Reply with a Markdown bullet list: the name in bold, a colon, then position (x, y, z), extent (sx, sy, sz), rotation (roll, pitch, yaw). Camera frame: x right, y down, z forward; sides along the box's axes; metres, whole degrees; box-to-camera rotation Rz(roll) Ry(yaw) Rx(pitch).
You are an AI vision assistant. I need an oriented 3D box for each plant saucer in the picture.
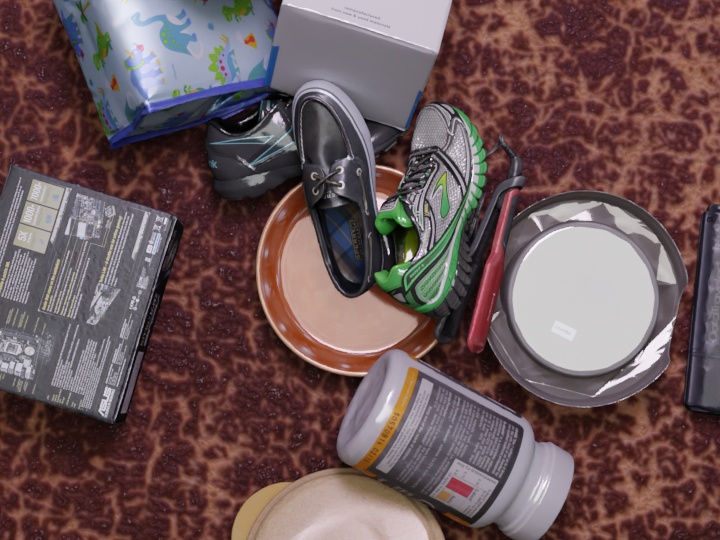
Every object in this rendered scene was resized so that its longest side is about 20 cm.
- **plant saucer**: position (0.000, 0.000, 1.565), extent (0.198, 0.032, 0.202), rotation (0, 86, -2)

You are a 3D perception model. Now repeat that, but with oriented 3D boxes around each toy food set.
- **toy food set**: position (-0.017, 0.278, 1.508), extent (0.198, 0.049, 0.199), rotation (-11, 64, -3)

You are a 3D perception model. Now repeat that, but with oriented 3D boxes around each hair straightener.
- **hair straightener**: position (0.099, -0.029, 1.519), extent (0.076, 0.041, 0.202), rotation (12, 89, 29)

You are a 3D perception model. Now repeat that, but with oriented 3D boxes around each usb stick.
- **usb stick**: position (0.343, 0.039, 1.570), extent (0.055, 0.033, 0.202), rotation (6, 86, 6)

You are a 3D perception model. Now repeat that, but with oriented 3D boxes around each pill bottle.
- **pill bottle**: position (0.087, 0.165, 1.507), extent (0.199, 0.116, 0.117), rotation (29, 86, -10)

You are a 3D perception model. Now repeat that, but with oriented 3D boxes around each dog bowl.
- **dog bowl**: position (0.207, 0.028, 1.554), extent (0.198, 0.059, 0.202), rotation (0, 86, 0)

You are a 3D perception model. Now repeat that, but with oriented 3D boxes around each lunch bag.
- **lunch bag**: position (-0.164, -0.225, 1.532), extent (0.199, 0.127, 0.171), rotation (-21, 87, -32)

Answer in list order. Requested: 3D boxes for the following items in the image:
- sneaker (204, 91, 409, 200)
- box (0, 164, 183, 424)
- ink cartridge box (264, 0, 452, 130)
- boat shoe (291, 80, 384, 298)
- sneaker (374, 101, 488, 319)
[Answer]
- **sneaker**: position (-0.051, -0.129, 1.540), extent (0.198, 0.075, 0.080), rotation (-18, 111, -3)
- **box**: position (-0.271, 0.024, 1.529), extent (0.162, 0.086, 0.202), rotation (16, 86, 0)
- **ink cartridge box**: position (0.012, -0.264, 1.496), extent (0.143, 0.147, 0.201), rotation (16, 65, -2)
- **boat shoe**: position (-0.019, -0.071, 1.490), extent (0.068, 0.057, 0.202), rotation (-10, 109, 19)
- **sneaker**: position (0.061, -0.063, 1.495), extent (0.085, 0.078, 0.202), rotation (21, 65, -36)
